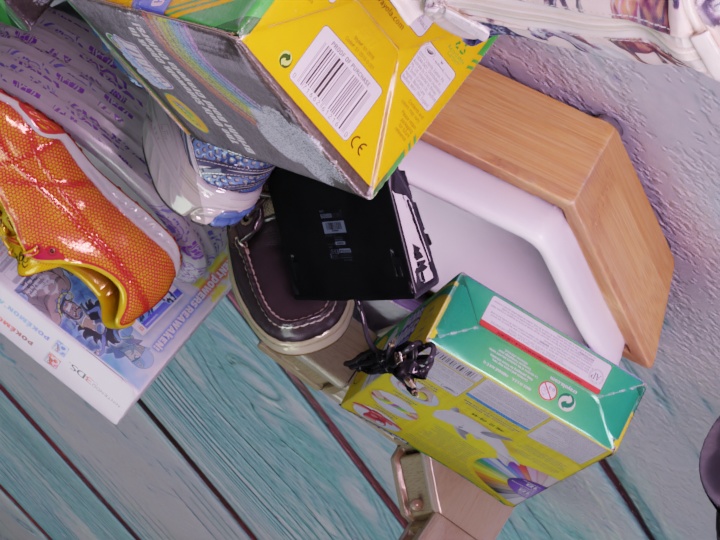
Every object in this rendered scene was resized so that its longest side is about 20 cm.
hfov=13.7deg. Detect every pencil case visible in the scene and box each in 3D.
[{"bbox_3d":[0.101,-0.121,1.220,0.200,0.090,0.078,16,153,53],"label":"pencil case"}]

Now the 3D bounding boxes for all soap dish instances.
[{"bbox_3d":[0.064,-0.042,1.551,0.200,0.081,0.157,28,162,34],"label":"soap dish"}]

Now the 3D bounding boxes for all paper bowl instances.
[{"bbox_3d":[-0.148,-0.093,1.851,0.200,0.104,0.201,36,164,12],"label":"paper bowl"}]

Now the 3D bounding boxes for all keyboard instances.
[{"bbox_3d":[0.000,0.000,1.528,0.200,0.021,0.128,180,76,-72],"label":"keyboard"}]

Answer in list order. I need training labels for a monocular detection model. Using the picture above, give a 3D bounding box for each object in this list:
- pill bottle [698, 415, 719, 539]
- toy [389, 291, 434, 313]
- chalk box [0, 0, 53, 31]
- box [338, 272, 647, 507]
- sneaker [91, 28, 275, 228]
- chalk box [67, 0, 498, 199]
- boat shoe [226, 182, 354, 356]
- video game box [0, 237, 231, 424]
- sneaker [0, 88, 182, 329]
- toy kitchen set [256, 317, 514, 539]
[{"bbox_3d":[0.257,0.149,1.605,0.112,0.112,0.200,23,159,44],"label":"pill bottle"},{"bbox_3d":[0.050,-0.004,1.710,0.115,0.047,0.200,25,-167,-19],"label":"toy"},{"bbox_3d":[-0.220,-0.243,1.543,0.124,0.125,0.200,22,157,45],"label":"chalk box"},{"bbox_3d":[0.064,0.070,1.598,0.117,0.048,0.200,31,159,-7],"label":"box"},{"bbox_3d":[-0.085,-0.126,1.617,0.085,0.077,0.201,-43,61,37],"label":"sneaker"},{"bbox_3d":[-0.049,-0.136,1.463,0.200,0.124,0.124,22,159,49],"label":"chalk box"},{"bbox_3d":[-0.050,-0.043,1.678,0.065,0.073,0.200,71,-177,-51],"label":"boat shoe"},{"bbox_3d":[-0.175,-0.020,1.966,0.182,0.200,0.047,37,133,2],"label":"video game box"},{"bbox_3d":[-0.192,-0.043,1.758,0.200,0.077,0.073,43,165,-13],"label":"sneaker"},{"bbox_3d":[0.005,0.137,2.018,0.200,0.181,0.163,36,164,-9],"label":"toy kitchen set"}]
